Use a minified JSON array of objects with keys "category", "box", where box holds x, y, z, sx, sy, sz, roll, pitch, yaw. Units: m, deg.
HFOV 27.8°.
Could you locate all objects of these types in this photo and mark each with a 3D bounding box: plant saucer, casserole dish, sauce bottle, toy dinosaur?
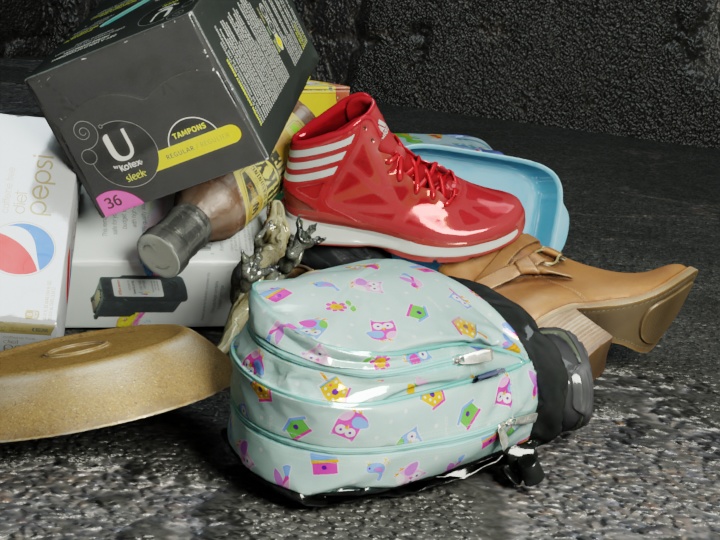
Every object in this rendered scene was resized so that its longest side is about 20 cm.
[{"category":"plant saucer","box":[-0.175,0.065,0.912,0.199,0.036,0.200,-9,6,1]},{"category":"casserole dish","box":[0.087,-0.047,1.276,0.199,0.122,0.039,7,10,-22]},{"category":"sauce bottle","box":[-0.104,-0.066,1.156,0.064,0.065,0.200,11,42,29]},{"category":"toy dinosaur","box":[-0.076,0.006,1.076,0.047,0.088,0.200,36,44,-6]}]

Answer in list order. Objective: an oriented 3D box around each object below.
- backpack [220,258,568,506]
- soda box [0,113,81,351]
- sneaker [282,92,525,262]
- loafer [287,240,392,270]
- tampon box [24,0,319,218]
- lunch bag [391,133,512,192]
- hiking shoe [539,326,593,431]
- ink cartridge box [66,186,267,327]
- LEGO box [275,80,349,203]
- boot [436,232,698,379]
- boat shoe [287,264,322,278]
[{"category":"backpack","box":[0.010,0.065,0.890,0.199,0.127,0.167,-9,21,-37]},{"category":"soda box","box":[-0.248,-0.023,1.084,0.068,0.064,0.201,4,52,-7]},{"category":"sneaker","box":[0.037,-0.075,1.148,0.199,0.116,0.079,0,36,-6]},{"category":"loafer","box":[0.000,0.000,1.187,0.070,0.068,0.200,-37,45,-19]},{"category":"tampon box","box":[-0.138,-0.157,1.138,0.149,0.127,0.200,-18,25,21]},{"category":"lunch bag","box":[0.040,-0.042,1.332,0.199,0.162,0.082,-1,22,-20]},{"category":"hiking shoe","box":[0.085,0.078,1.025,0.100,0.076,0.200,-10,8,-24]},{"category":"ink cartridge box","box":[-0.180,-0.032,1.208,0.199,0.083,0.146,0,47,-12]},{"category":"LEGO box","box":[-0.104,-0.108,1.405,0.077,0.150,0.200,13,13,35]},{"category":"boot","box":[0.173,0.007,1.197,0.155,0.074,0.200,38,41,29]},{"category":"boat shoe","box":[-0.036,0.039,1.089,0.074,0.075,0.202,-16,14,-13]}]
